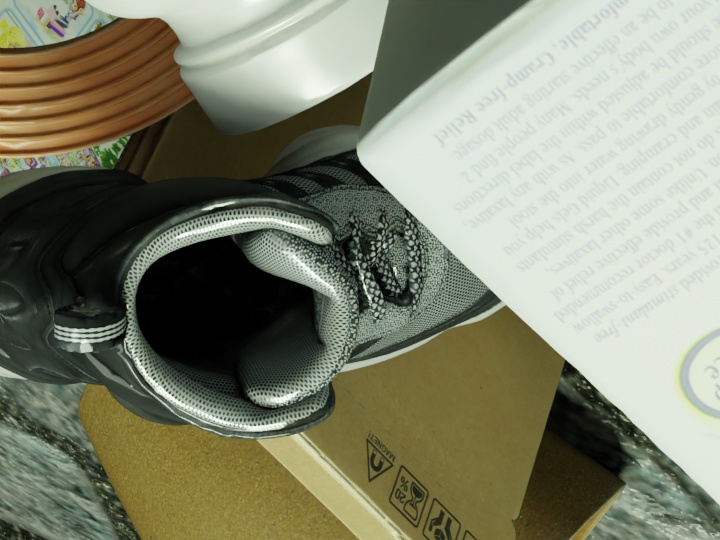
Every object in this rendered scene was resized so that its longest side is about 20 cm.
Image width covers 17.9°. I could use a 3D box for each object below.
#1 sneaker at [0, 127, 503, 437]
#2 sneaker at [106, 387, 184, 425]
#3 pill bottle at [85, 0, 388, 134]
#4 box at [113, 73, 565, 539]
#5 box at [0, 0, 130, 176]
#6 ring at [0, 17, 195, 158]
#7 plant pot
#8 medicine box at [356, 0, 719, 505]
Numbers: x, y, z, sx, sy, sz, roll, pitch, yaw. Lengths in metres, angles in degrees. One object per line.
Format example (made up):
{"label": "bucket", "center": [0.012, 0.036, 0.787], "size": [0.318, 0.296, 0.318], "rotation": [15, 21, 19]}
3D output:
{"label": "sneaker", "center": [-0.013, 0.005, 0.658], "size": [0.114, 0.199, 0.076], "rotation": [19, 113, 59]}
{"label": "sneaker", "center": [-0.066, -0.007, 0.845], "size": [0.108, 0.201, 0.067], "rotation": [26, 115, 22]}
{"label": "pill bottle", "center": [-0.055, -0.143, 0.620], "size": [0.112, 0.112, 0.200], "rotation": [-10, 117, 52]}
{"label": "box", "center": [0.000, 0.000, 0.797], "size": [0.021, 0.164, 0.200], "rotation": [-20, 126, 39]}
{"label": "box", "center": [-0.145, -0.105, 0.795], "size": [0.039, 0.137, 0.200], "rotation": [8, 145, 40]}
{"label": "ring", "center": [-0.109, -0.132, 0.700], "size": [0.200, 0.200, 0.019], "rotation": [41, -168, -17]}
{"label": "plant pot", "center": [-0.021, 0.097, 0.990], "size": [0.200, 0.186, 0.187], "rotation": [41, 155, 11]}
{"label": "medicine box", "center": [0.109, -0.041, 0.569], "size": [0.103, 0.182, 0.200], "rotation": [-35, 115, 29]}
